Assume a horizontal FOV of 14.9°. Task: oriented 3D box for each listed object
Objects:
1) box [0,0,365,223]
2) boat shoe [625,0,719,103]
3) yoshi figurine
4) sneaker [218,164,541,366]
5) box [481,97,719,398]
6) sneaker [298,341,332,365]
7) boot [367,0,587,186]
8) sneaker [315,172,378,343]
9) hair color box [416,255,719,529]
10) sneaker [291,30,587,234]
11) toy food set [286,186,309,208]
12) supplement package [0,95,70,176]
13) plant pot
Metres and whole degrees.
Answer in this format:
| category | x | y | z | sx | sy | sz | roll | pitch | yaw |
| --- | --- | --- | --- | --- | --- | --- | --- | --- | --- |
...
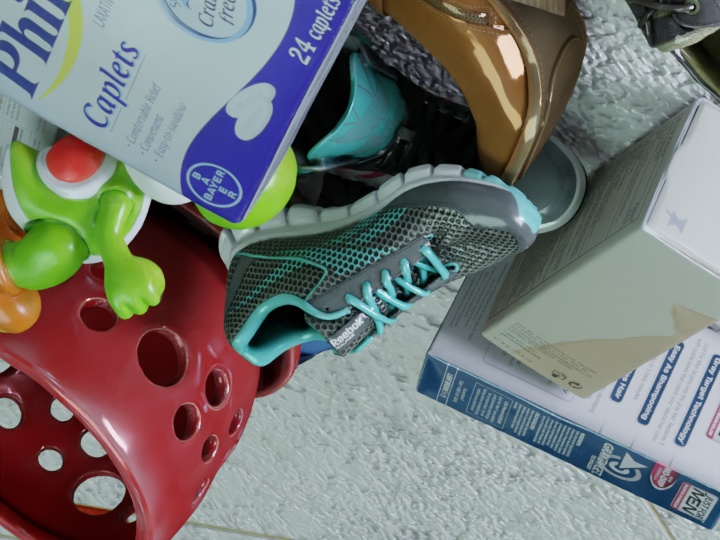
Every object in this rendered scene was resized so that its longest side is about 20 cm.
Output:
| category | x | y | z | sx | sy | sz | roll | pitch | yaw |
| --- | --- | --- | --- | --- | --- | --- | --- | --- | --- |
| box | -0.100 | -0.151 | 1.331 | 0.200 | 0.105 | 0.184 | 29 | 139 | -1 |
| boat shoe | 0.166 | -0.134 | 1.344 | 0.200 | 0.065 | 0.073 | 39 | 152 | -18 |
| yoshi figurine | -0.115 | -0.035 | 1.494 | 0.200 | 0.112 | 0.112 | -29 | 81 | 26 |
| sneaker | 0.008 | 0.005 | 1.494 | 0.200 | 0.091 | 0.078 | -15 | 139 | 32 |
| box | 0.155 | -0.009 | 1.537 | 0.078 | 0.095 | 0.200 | 33 | 153 | -11 |
| sneaker | -0.100 | 0.071 | 1.844 | 0.200 | 0.146 | 0.081 | 2 | 143 | 41 |
| boot | 0.039 | -0.139 | 1.445 | 0.155 | 0.074 | 0.200 | 21 | 137 | 14 |
| sneaker | 0.000 | 0.000 | 1.641 | 0.076 | 0.091 | 0.200 | 24 | 173 | 8 |
| hair color box | 0.145 | 0.065 | 1.663 | 0.200 | 0.100 | 0.061 | 25 | 153 | 6 |
| sneaker | 0.022 | -0.078 | 1.522 | 0.200 | 0.084 | 0.121 | 20 | -178 | 17 |
| toy food set | -0.116 | -0.039 | 1.765 | 0.200 | 0.060 | 0.144 | 2 | 143 | 39 |
| supplement package | -0.223 | -0.175 | 1.533 | 0.200 | 0.152 | 0.151 | 28 | 152 | 0 |
| plant pot | -0.152 | 0.050 | 1.640 | 0.200 | 0.183 | 0.200 | 26 | 145 | 20 |
